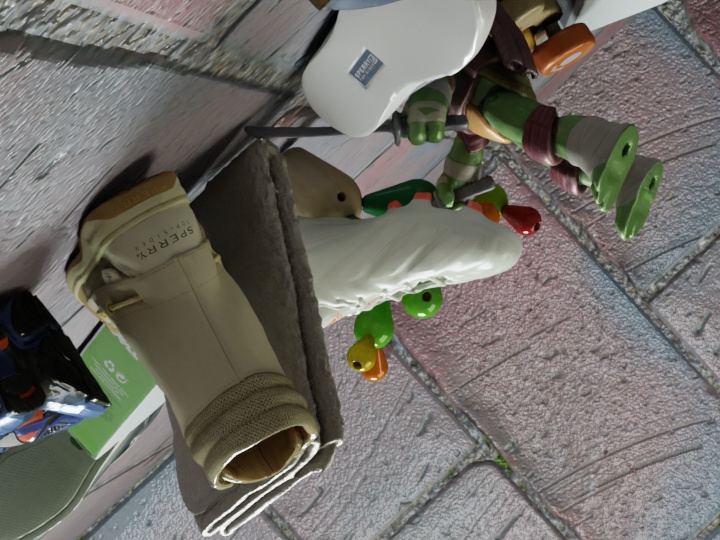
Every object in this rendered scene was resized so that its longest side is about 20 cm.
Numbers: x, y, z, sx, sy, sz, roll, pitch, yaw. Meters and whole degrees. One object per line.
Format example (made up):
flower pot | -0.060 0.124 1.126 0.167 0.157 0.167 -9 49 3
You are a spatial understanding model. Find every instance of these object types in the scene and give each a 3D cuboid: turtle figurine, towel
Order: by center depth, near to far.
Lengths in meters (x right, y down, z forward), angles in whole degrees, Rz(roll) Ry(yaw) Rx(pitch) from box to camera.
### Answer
towel | -0.068 0.039 1.162 0.034 0.201 0.132 9 148 -37
turtle figurine | 0.068 -0.061 1.231 0.200 0.193 0.144 -47 148 -34

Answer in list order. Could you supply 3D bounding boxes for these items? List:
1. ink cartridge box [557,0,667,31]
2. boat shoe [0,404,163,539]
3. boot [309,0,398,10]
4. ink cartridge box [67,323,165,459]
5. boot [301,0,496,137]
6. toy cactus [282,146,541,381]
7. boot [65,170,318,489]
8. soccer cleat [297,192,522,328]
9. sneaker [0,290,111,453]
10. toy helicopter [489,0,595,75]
ink cartridge box | 0.232 -0.256 1.448 0.173 0.044 0.200 -22 160 -17
boat shoe | -0.225 0.144 1.583 0.200 0.072 0.068 -45 173 7
boot | 0.055 -0.178 0.893 0.200 0.075 0.097 -33 -175 -26
ink cartridge box | -0.139 0.045 1.436 0.104 0.059 0.200 -41 176 -39
boot | 0.035 -0.143 1.088 0.090 0.073 0.200 -49 -172 -24
toy cactus | 0.004 -0.020 1.357 0.200 0.165 0.102 -35 146 -16
boot | -0.088 0.044 1.088 0.073 0.156 0.200 -29 171 -16
soccer cleat | 0.000 0.000 1.213 0.069 0.199 0.078 49 48 -56
sneaker | -0.189 0.060 1.025 0.078 0.075 0.200 -34 170 9
toy helicopter | 0.068 -0.155 1.426 0.132 0.079 0.200 -34 170 27
